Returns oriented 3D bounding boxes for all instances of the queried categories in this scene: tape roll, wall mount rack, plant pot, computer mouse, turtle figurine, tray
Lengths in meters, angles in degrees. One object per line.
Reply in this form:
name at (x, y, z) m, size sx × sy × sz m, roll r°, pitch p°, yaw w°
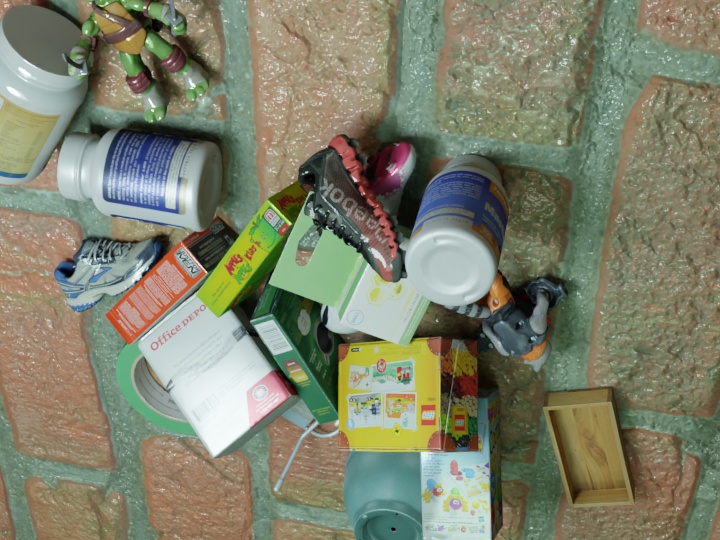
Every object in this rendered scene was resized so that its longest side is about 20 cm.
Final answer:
tape roll at (-0.277, 0.163, 1.805) m, size 0.198 × 0.048 × 0.202 m, roll 7°, pitch 126°, yaw 10°
wall mount rack at (-0.121, 0.231, 1.766) m, size 0.199 × 0.075 × 0.174 m, roll 35°, pitch 112°, yaw -22°
plant pot at (0.059, 0.361, 1.800) m, size 0.198 × 0.135 × 0.202 m, roll 8°, pitch 126°, yaw 10°
computer mouse at (-0.006, 0.036, 1.607) m, size 0.108 × 0.044 × 0.201 m, roll -1°, pitch 144°, yaw -13°
turtle figurine at (-0.273, -0.260, 1.421) m, size 0.199 × 0.144 × 0.194 m, roll 32°, pitch 167°, yaw 47°
tray at (0.336, 0.261, 1.712) m, size 0.097 × 0.037 × 0.202 m, roll -7°, pitch 124°, yaw 20°

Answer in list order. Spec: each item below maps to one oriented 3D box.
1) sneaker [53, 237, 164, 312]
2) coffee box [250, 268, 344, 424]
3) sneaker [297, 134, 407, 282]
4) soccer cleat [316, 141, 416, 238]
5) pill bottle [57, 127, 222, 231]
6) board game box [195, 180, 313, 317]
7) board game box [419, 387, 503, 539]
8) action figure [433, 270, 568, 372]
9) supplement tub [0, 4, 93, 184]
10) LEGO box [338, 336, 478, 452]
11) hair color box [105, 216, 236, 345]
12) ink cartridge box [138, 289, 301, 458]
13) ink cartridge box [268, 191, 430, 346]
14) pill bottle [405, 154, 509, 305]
sneaker at (-0.371, -0.008, 1.692) m, size 0.199 × 0.077 × 0.086 m, roll -25°, pitch 111°, yaw 29°
coffee box at (-0.077, 0.106, 1.661) m, size 0.044 × 0.124 × 0.201 m, roll -19°, pitch 120°, yaw 25°
sneaker at (-0.014, -0.065, 1.429) m, size 0.097 × 0.202 × 0.071 m, roll -24°, pitch 165°, yaw -11°
soccer cleat at (0.025, -0.092, 1.532) m, size 0.086 × 0.070 × 0.200 m, roll 30°, pitch 133°, yaw -22°
pill bottle at (-0.293, -0.125, 1.555) m, size 0.197 × 0.120 × 0.121 m, roll 10°, pitch 127°, yaw 8°
board game box at (-0.134, -0.031, 1.582) m, size 0.048 × 0.101 × 0.200 m, roll 44°, pitch 125°, yaw 5°
board game box at (0.145, 0.275, 1.676) m, size 0.103 × 0.103 × 0.203 m, roll -1°, pitch 92°, yaw 16°
action figure at (0.173, 0.073, 1.579) m, size 0.193 × 0.105 × 0.200 m, roll 35°, pitch 130°, yaw -10°
supplement tub at (-0.439, -0.225, 1.508) m, size 0.144 × 0.145 × 0.200 m, roll 34°, pitch 126°, yaw -10°
LEGO box at (0.062, 0.172, 1.602) m, size 0.077 × 0.151 × 0.199 m, roll 8°, pitch 170°, yaw -44°
hair color box at (-0.265, 0.016, 1.656) m, size 0.200 × 0.101 × 0.061 m, roll -39°, pitch 92°, yaw 33°
ink cartridge box at (-0.199, 0.141, 1.666) m, size 0.145 × 0.083 × 0.201 m, roll -38°, pitch 79°, yaw 7°
ink cartridge box at (0.000, 0.000, 1.510) m, size 0.198 × 0.048 × 0.147 m, roll 19°, pitch 112°, yaw -19°
pill bottle at (0.124, -0.058, 1.435) m, size 0.111 × 0.201 × 0.113 m, roll 7°, pitch 127°, yaw 10°
